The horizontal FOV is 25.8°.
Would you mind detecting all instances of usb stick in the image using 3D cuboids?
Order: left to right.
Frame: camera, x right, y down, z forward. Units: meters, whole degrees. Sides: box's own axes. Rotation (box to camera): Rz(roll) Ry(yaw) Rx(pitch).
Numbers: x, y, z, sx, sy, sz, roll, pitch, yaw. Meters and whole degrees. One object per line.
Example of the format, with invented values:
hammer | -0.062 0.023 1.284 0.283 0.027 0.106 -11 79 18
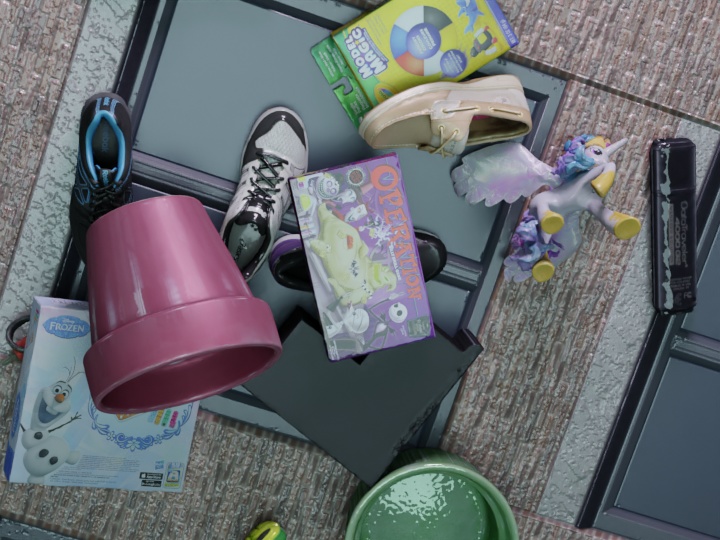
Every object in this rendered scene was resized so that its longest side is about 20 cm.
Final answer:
usb stick | 0.354 -0.050 1.775 0.055 0.033 0.202 -6 103 -12

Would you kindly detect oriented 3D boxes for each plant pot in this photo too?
plant pot | -0.199 0.031 1.611 0.198 0.200 0.180 -18 74 -2

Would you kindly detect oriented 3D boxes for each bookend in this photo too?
bookend | -0.006 0.095 1.738 0.199 0.092 0.199 38 94 -11

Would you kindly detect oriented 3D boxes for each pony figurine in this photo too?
pony figurine | 0.208 -0.067 1.694 0.192 0.200 0.167 -28 111 17

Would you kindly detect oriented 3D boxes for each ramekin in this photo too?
ramekin | 0.075 0.300 1.787 0.198 0.098 0.202 -1 102 -6

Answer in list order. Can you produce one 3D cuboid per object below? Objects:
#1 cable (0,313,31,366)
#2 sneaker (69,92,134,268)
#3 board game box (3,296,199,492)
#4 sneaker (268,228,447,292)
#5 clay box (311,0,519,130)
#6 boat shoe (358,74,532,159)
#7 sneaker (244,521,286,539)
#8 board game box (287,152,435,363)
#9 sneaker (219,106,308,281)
cable | -0.311 0.058 1.736 0.200 0.050 0.097 -42 95 -9
sneaker | -0.277 -0.085 1.677 0.072 0.082 0.202 -3 104 -7
board game box | -0.274 0.137 1.717 0.198 0.043 0.201 8 104 -25
sneaker | 0.000 0.000 1.720 0.198 0.088 0.077 -4 102 -5
clay box | 0.057 -0.243 1.695 0.199 0.048 0.115 -32 104 1
boat shoe | 0.096 -0.156 1.672 0.198 0.074 0.070 -15 65 -21
sneaker | -0.115 0.375 1.800 0.083 0.074 0.202 16 109 -6
board game box | 0.002 -0.013 1.660 0.119 0.032 0.202 -15 101 -8
sneaker | -0.103 -0.075 1.695 0.075 0.088 0.202 16 99 -7
